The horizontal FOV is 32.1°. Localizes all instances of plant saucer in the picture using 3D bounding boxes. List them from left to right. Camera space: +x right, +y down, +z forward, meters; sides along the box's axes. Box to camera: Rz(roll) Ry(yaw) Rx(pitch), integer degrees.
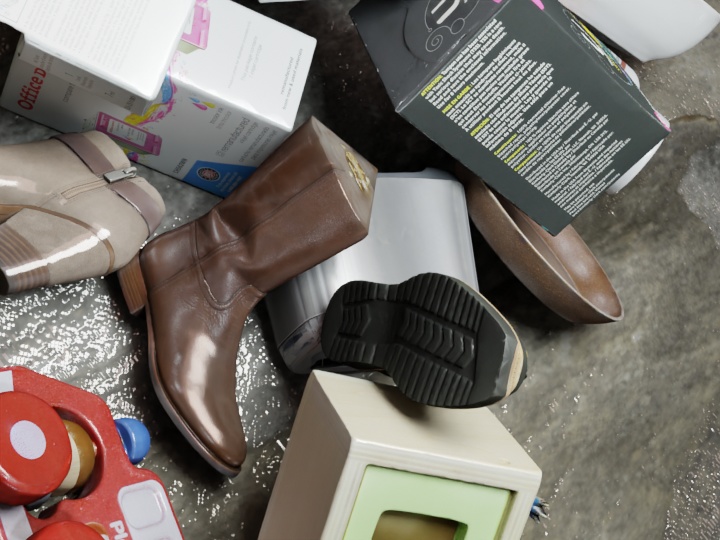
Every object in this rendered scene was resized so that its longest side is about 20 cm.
[{"bbox_3d":[0.141,-0.029,1.037,0.200,0.034,0.201,44,18,-18],"label":"plant saucer"}]

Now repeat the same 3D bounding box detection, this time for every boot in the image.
[{"bbox_3d":[-0.241,-0.065,0.884,0.200,0.071,0.146,45,46,11],"label":"boot"},{"bbox_3d":[-0.057,0.015,0.860,0.188,0.198,0.064,62,13,16],"label":"boot"},{"bbox_3d":[0.079,0.053,0.806,0.137,0.199,0.079,19,90,-29],"label":"boot"}]

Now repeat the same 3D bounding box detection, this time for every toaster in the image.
[{"bbox_3d":[0.000,0.000,0.948,0.197,0.114,0.131,-2,67,-30],"label":"toaster"}]

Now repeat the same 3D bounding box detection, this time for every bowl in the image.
[{"bbox_3d":[0.219,-0.273,1.188,0.198,0.075,0.200,27,14,-29],"label":"bowl"}]

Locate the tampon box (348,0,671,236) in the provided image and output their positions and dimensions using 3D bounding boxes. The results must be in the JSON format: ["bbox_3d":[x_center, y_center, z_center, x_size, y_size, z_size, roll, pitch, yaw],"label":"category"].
[{"bbox_3d":[0.113,-0.154,0.969,0.199,0.126,0.151,33,23,-37],"label":"tampon box"}]

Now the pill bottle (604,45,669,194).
[{"bbox_3d":[0.178,-0.165,1.134,0.199,0.112,0.113,40,53,-4],"label":"pill bottle"}]

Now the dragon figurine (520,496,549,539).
[{"bbox_3d":[0.087,0.200,0.918,0.098,0.059,0.203,5,63,-26],"label":"dragon figurine"}]

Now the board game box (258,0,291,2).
[{"bbox_3d":[-0.004,-0.294,0.957,0.132,0.034,0.203,-1,58,12],"label":"board game box"}]

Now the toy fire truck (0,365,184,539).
[{"bbox_3d":[-0.184,0.156,0.781,0.167,0.112,0.202,-2,63,-56],"label":"toy fire truck"}]

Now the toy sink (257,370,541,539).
[{"bbox_3d":[0.011,0.185,0.785,0.129,0.203,0.112,14,14,-21],"label":"toy sink"}]

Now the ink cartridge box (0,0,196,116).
[{"bbox_3d":[-0.181,-0.229,0.819,0.172,0.043,0.203,24,72,-15],"label":"ink cartridge box"}]

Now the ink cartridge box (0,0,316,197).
[{"bbox_3d":[-0.153,-0.146,0.921,0.198,0.144,0.086,23,64,-16],"label":"ink cartridge box"}]
